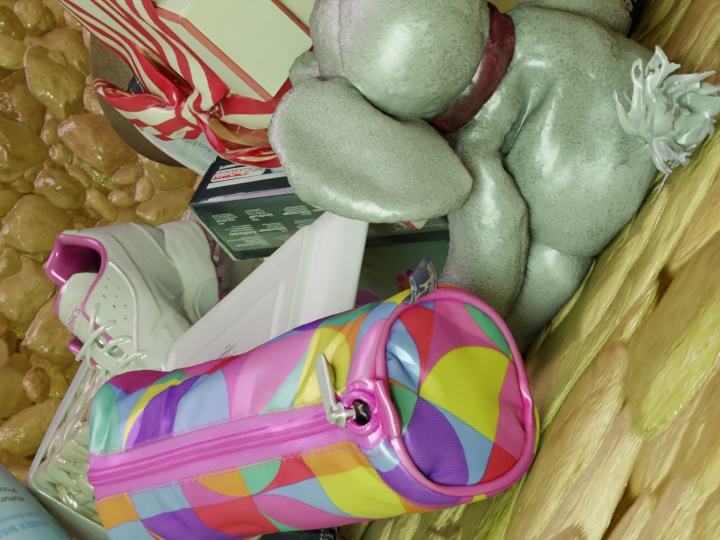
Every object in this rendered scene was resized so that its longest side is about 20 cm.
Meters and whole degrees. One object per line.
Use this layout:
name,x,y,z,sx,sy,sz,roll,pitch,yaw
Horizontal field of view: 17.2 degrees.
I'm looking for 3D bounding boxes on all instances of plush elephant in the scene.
plush elephant,0.037,-0.066,0.917,0.165,0.154,0.200,-63,7,-22

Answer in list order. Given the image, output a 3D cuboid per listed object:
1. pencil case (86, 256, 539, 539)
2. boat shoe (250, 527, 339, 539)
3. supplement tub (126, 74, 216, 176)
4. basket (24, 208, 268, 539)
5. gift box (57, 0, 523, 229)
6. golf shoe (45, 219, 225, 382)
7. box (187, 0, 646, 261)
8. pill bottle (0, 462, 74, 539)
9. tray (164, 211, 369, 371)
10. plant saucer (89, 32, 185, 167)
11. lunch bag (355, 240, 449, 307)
pencil case,-0.024,0.060,0.888,0.200,0.088,0.089,-20,36,48
boat shoe,-0.036,0.139,1.013,0.075,0.062,0.200,-61,-5,17
supplement tub,-0.033,-0.144,1.308,0.201,0.122,0.123,-58,7,12
basket,-0.081,0.065,1.345,0.123,0.135,0.201,-45,17,51
gift box,-0.040,-0.143,1.049,0.187,0.200,0.184,-56,32,-6
golf shoe,-0.107,0.047,1.191,0.076,0.091,0.200,-66,29,30
box,0.028,-0.085,1.140,0.199,0.046,0.159,-6,47,42
pill bottle,-0.183,0.187,1.255,0.109,0.200,0.109,-32,-35,-26
tray,-0.052,0.042,1.038,0.200,0.022,0.108,-40,37,57
plant saucer,-0.069,-0.148,1.405,0.037,0.200,0.201,33,94,41
lunch bag,0.000,0.000,1.239,0.201,0.077,0.160,-64,8,-33
